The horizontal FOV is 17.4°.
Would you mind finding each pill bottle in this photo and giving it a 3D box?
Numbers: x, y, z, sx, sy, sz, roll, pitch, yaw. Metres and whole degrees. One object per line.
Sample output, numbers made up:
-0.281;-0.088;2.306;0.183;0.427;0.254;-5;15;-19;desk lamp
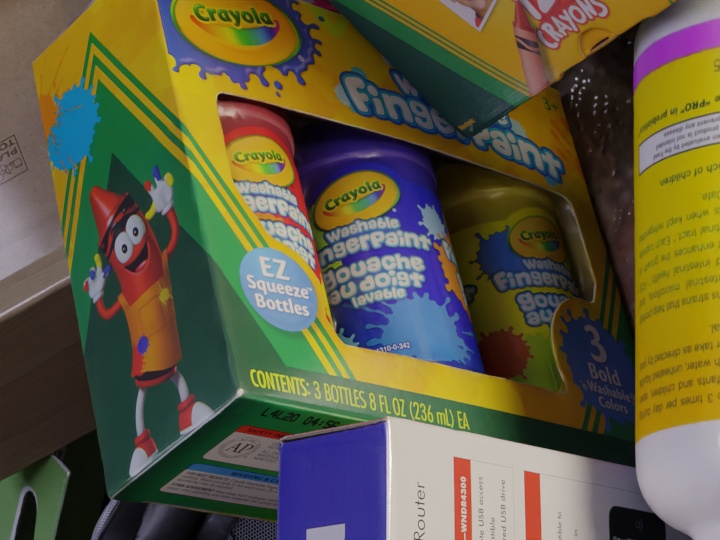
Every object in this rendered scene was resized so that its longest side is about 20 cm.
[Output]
0.134;0.017;0.711;0.104;0.104;0.202;-14;68;46;pill bottle

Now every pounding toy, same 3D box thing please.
-0.116;-0.045;0.944;0.183;0.142;0.201;-28;58;6;pounding toy

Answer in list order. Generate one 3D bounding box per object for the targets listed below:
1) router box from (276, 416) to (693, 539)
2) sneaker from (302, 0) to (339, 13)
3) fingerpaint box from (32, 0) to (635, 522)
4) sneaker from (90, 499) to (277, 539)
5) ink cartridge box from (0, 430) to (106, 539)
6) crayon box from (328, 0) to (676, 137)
0.054;0.156;0.705;0.049;0.179;0.202;-15;68;45;router box
-0.013;-0.199;0.931;0.088;0.081;0.202;44;133;53;sneaker
0.000;0.000;0.796;0.073;0.199;0.168;-38;53;36;fingerpaint box
-0.043;0.129;0.851;0.075;0.113;0.202;168;100;-84;sneaker
-0.156;0.082;1.018;0.200;0.059;0.105;38;118;47;ink cartridge box
0.050;-0.128;0.729;0.058;0.119;0.200;-49;8;-27;crayon box
